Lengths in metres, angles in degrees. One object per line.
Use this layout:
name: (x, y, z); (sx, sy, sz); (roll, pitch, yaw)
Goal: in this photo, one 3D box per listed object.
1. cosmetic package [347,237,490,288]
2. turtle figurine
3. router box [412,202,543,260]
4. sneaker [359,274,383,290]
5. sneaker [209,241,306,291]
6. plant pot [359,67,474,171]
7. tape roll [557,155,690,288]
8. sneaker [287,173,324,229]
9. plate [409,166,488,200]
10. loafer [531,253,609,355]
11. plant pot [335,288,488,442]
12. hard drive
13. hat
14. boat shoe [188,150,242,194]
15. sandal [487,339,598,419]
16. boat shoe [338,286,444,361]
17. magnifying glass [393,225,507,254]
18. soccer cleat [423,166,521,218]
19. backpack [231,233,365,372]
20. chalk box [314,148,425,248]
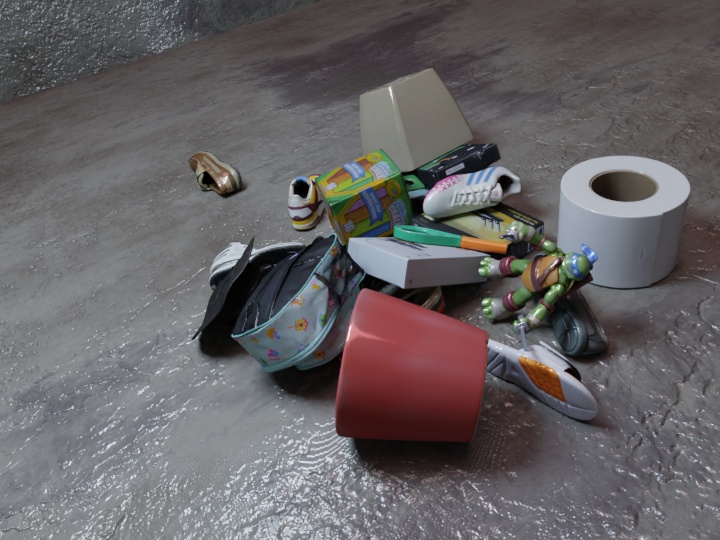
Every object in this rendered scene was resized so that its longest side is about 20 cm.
cosmetic package: (0.098, -0.017, 1.005); (0.197, 0.053, 0.150); (-3, 19, -39)
turtle figurine: (0.224, 0.013, 0.878); (0.198, 0.145, 0.194); (-34, 1, -23)
router box: (0.219, -0.074, 1.133); (0.156, 0.053, 0.199); (-30, 40, -25)
sneaker: (0.000, 0.000, 1.084); (0.198, 0.075, 0.079); (-26, 29, -30)
sneaker: (-0.200, -0.033, 1.165); (0.197, 0.077, 0.116); (-17, 38, -4)
plant pot: (0.107, -0.345, 1.371); (0.198, 0.180, 0.199); (-29, 19, -24)
tape roll: (0.440, -0.086, 1.020); (0.198, 0.141, 0.204); (-7, 37, 5)
sneaker: (-0.113, -0.179, 1.326); (0.073, 0.091, 0.202); (-4, 37, 9)
plate: (0.186, -0.187, 1.276); (0.197, 0.026, 0.201); (-21, 18, 7)
loafer: (0.323, 0.053, 0.939); (0.062, 0.073, 0.202); (5, 41, -12)
plant pot: (0.071, 0.136, 0.789); (0.173, 0.203, 0.202); (10, 39, 8)
hard drive: (0.193, -0.221, 1.254); (0.138, 0.038, 0.200); (-25, 15, -6)
hat: (-0.205, 0.048, 1.026); (0.080, 0.201, 0.202); (31, 34, -16)
boat shoe: (-0.377, -0.242, 1.493); (0.198, 0.077, 0.074); (25, 51, 40)
sandal: (0.243, 0.128, 0.833); (0.059, 0.080, 0.205); (-39, 42, -24)
boat shoe: (0.049, 0.084, 0.958); (0.197, 0.063, 0.071); (-24, 40, -15)
magnifying glass: (0.154, -0.054, 1.034); (0.196, 0.023, 0.080); (12, 13, 12)
soccer cleat: (0.213, -0.146, 1.123); (0.197, 0.071, 0.086); (-23, 32, -18)
backpack: (-0.093, 0.065, 0.920); (0.174, 0.155, 0.200); (-21, 19, 41)
chalk box: (0.029, -0.150, 1.199); (0.197, 0.125, 0.125); (-26, 37, -6)
